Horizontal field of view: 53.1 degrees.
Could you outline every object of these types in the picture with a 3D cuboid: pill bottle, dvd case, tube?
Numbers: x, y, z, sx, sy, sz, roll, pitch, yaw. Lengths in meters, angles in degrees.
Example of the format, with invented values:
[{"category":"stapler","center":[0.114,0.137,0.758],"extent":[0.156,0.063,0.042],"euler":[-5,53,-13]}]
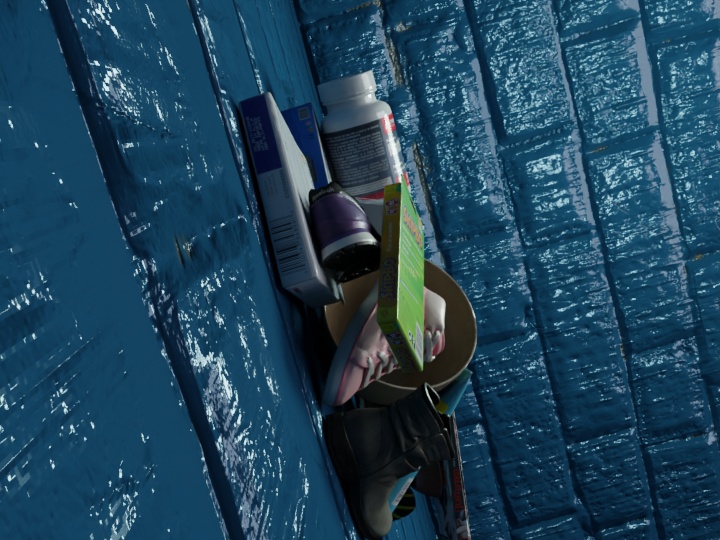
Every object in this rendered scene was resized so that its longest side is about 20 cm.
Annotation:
[{"category":"pill bottle","center":[0.001,-0.205,1.142],"extent":[0.120,0.118,0.203],"euler":[-97,171,-74]},{"category":"dvd case","center":[0.119,0.277,1.002],"extent":[0.146,0.022,0.203],"euler":[102,-19,-76]},{"category":"tube","center":[0.075,0.205,0.894],"extent":[0.050,0.201,0.077],"euler":[36,-2,-7]}]

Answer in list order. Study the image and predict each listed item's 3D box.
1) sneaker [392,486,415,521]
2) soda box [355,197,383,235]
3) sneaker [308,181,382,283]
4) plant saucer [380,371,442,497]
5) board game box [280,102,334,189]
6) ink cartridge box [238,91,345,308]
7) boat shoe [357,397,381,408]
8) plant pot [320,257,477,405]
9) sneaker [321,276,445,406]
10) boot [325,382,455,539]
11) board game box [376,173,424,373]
[{"category":"sneaker","center":[0.028,0.260,0.987],"extent":[0.077,0.074,0.202],"euler":[-117,-163,-50]},{"category":"soda box","center":[0.000,0.000,1.029],"extent":[0.063,0.067,0.203],"euler":[-98,-168,-78]},{"category":"sneaker","center":[-0.010,-0.046,0.804],"extent":[0.200,0.075,0.089],"euler":[57,12,-79]},{"category":"plant saucer","center":[0.066,0.232,1.041],"extent":[0.200,0.034,0.203],"euler":[165,-90,-79]},{"category":"board game box","center":[-0.065,-0.118,1.130],"extent":[0.197,0.055,0.202],"euler":[72,4,-55]},{"category":"ink cartridge box","center":[-0.072,-0.062,0.792],"extent":[0.200,0.043,0.199],"euler":[65,9,-77]},{"category":"boat shoe","center":[0.032,0.239,1.165],"extent":[0.073,0.059,0.203],"euler":[74,2,-50]},{"category":"plant pot","center":[0.034,0.094,0.934],"extent":[0.135,0.197,0.202],"euler":[114,-31,-50]},{"category":"sneaker","center":[0.037,0.084,0.807],"extent":[0.201,0.104,0.076],"euler":[-56,168,-43]},{"category":"boot","center":[0.046,0.216,0.789],"extent":[0.068,0.129,0.202],"euler":[-101,176,-54]},{"category":"board game box","center":[0.046,-0.002,0.773],"extent":[0.096,0.030,0.202],"euler":[63,27,-47]}]
